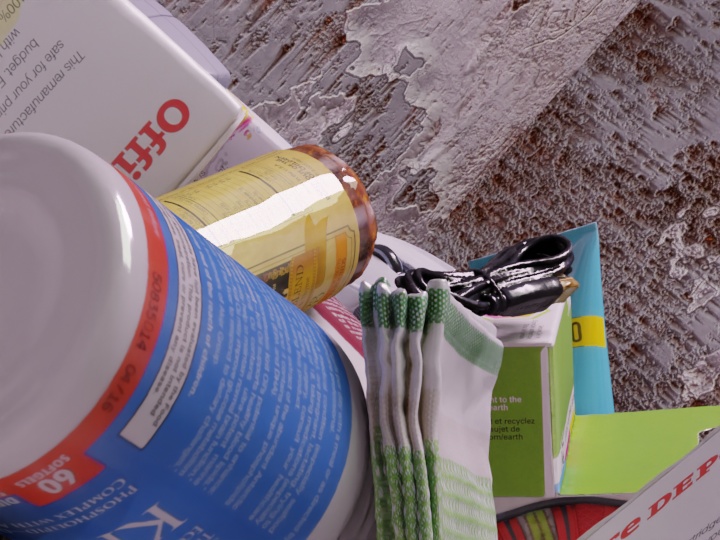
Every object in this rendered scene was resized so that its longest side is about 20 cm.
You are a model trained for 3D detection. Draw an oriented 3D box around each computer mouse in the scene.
[{"bbox_3d":[0.000,0.000,1.042,0.200,0.110,0.044,3,-74,47],"label":"computer mouse"}]

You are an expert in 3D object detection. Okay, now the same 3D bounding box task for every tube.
[{"bbox_3d":[0.102,0.081,1.165,0.050,0.077,0.200,21,58,-59],"label":"tube"}]

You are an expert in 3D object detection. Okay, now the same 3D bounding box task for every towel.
[{"bbox_3d":[0.037,0.109,0.788,0.149,0.031,0.200,31,53,-73],"label":"towel"}]

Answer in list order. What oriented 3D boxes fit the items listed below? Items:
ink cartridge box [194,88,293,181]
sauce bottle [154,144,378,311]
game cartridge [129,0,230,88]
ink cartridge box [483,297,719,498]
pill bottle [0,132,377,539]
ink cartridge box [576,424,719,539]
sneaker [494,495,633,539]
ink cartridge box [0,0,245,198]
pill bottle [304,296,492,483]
[{"bbox_3d":[-0.127,-0.052,1.286,0.200,0.147,0.146,41,2,-35],"label":"ink cartridge box"},{"bbox_3d":[-0.076,0.008,0.842,0.066,0.066,0.200,42,41,20],"label":"sauce bottle"},{"bbox_3d":[-0.165,-0.095,1.131,0.200,0.133,0.042,28,21,21],"label":"game cartridge"},{"bbox_3d":[0.094,0.051,1.066,0.148,0.200,0.076,-55,141,-76],"label":"ink cartridge box"},{"bbox_3d":[-0.065,0.047,0.730,0.112,0.112,0.200,43,3,39],"label":"pill bottle"},{"bbox_3d":[0.112,0.141,0.703,0.084,0.144,0.200,42,25,-12],"label":"ink cartridge box"},{"bbox_3d":[0.078,0.130,1.097,0.200,0.085,0.077,-3,12,-7],"label":"sneaker"},{"bbox_3d":[-0.166,-0.073,0.908,0.200,0.145,0.085,42,-5,-6],"label":"ink cartridge box"},{"bbox_3d":[-0.044,0.057,0.947,0.114,0.114,0.200,40,3,-45],"label":"pill bottle"}]
